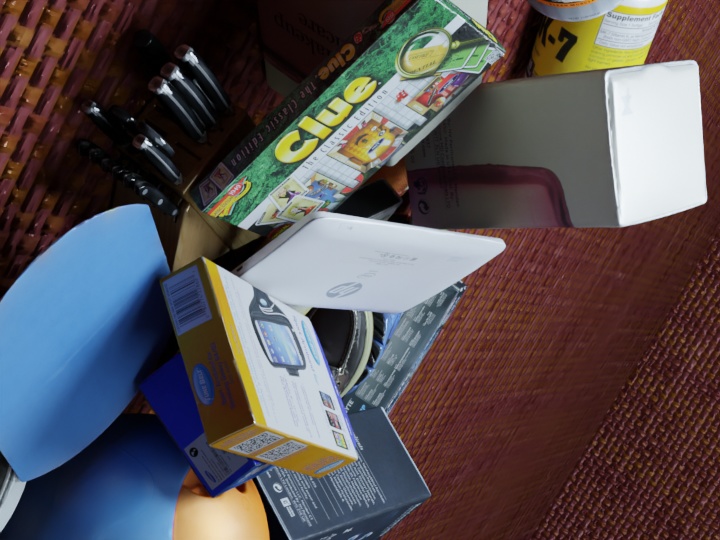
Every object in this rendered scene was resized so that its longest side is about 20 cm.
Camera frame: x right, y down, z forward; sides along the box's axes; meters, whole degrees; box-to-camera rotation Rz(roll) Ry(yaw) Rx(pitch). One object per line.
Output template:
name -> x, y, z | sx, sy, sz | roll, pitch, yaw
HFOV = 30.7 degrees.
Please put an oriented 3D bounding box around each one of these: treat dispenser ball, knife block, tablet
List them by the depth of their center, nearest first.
knife block -> -0.102, -0.091, 0.874 | 0.199, 0.064, 0.177 | -30, 147, -48
tablet -> 0.000, 0.000, 0.955 | 0.199, 0.014, 0.130 | 7, 150, -43
treat dispenser ball -> -0.165, 0.207, 0.966 | 0.201, 0.200, 0.202 | -45, 156, -27

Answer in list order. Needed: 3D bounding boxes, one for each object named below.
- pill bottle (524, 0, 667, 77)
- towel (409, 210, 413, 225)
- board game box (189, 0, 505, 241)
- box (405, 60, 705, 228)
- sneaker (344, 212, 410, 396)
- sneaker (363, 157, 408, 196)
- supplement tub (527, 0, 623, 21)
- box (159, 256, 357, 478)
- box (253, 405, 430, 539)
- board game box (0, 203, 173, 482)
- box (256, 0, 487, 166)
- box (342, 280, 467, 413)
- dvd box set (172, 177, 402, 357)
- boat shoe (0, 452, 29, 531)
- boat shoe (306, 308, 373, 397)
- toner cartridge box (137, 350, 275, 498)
pill bottle -> 0.242, -0.258, 1.307 | 0.114, 0.114, 0.201 | -34, 149, -43
towel -> 0.072, -0.076, 1.211 | 0.200, 0.022, 0.146 | 54, 42, -75
board game box -> -0.008, -0.095, 0.836 | 0.200, 0.024, 0.104 | -42, 147, 19
box -> 0.146, -0.094, 1.009 | 0.127, 0.199, 0.110 | -14, 101, -44
sneaker -> 0.015, 0.041, 1.299 | 0.201, 0.075, 0.078 | -58, 162, 8
sneaker -> 0.031, -0.148, 1.096 | 0.077, 0.073, 0.202 | 0, 115, -46
supplement tub -> 0.166, -0.296, 1.084 | 0.123, 0.122, 0.200 | -57, 158, 2
box -> -0.063, 0.075, 0.911 | 0.041, 0.120, 0.200 | -25, 157, 11
box -> -0.060, 0.226, 1.247 | 0.199, 0.108, 0.149 | -9, 150, -48
board game box -> -0.188, 0.037, 0.825 | 0.158, 0.039, 0.201 | -49, 157, -23
box -> 0.007, -0.192, 0.880 | 0.109, 0.127, 0.201 | -44, 155, -24
box -> 0.042, 0.090, 1.406 | 0.201, 0.046, 0.159 | -58, 174, 5
dvd box set -> -0.064, 0.015, 1.054 | 0.146, 0.029, 0.200 | -28, 164, -50
boat shoe -> -0.288, 0.169, 0.831 | 0.201, 0.070, 0.064 | -52, 159, -7
boat shoe -> -0.047, 0.105, 1.251 | 0.065, 0.073, 0.202 | -31, 147, -57
toner cartridge box -> -0.086, 0.103, 0.976 | 0.043, 0.095, 0.200 | -36, 171, 12
